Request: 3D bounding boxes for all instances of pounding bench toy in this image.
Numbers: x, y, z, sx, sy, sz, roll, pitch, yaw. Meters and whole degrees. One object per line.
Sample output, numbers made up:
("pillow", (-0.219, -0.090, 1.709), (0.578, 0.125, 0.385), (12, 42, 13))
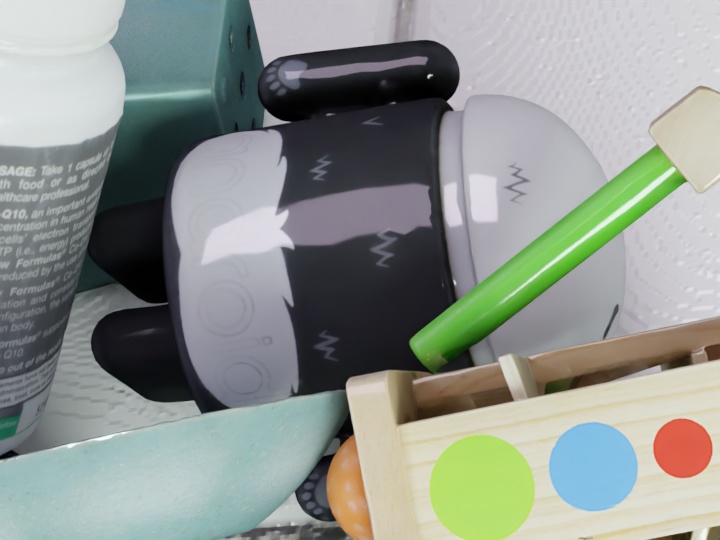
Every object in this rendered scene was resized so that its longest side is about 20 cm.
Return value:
("pounding bench toy", (0.067, 0.048, 0.809), (0.156, 0.124, 0.200), (-11, 85, 9))

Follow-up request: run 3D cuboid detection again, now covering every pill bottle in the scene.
("pill bottle", (-0.149, -0.039, 0.899), (0.113, 0.200, 0.113), (15, 26, -7))

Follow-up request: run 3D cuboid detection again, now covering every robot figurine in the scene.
("robot figurine", (0.001, 0.002, 0.935), (0.200, 0.150, 0.125), (-9, 21, 11))

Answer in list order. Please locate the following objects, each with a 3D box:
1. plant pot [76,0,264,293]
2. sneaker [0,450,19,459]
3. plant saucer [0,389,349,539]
("plant pot", (-0.146, -0.072, 1.038), (0.200, 0.141, 0.141), (-1, 51, 8))
("sneaker", (-0.142, 0.098, 0.945), (0.082, 0.073, 0.200), (-25, 48, -31))
("plant saucer", (-0.094, 0.080, 0.812), (0.201, 0.201, 0.039), (-13, 84, 7))
